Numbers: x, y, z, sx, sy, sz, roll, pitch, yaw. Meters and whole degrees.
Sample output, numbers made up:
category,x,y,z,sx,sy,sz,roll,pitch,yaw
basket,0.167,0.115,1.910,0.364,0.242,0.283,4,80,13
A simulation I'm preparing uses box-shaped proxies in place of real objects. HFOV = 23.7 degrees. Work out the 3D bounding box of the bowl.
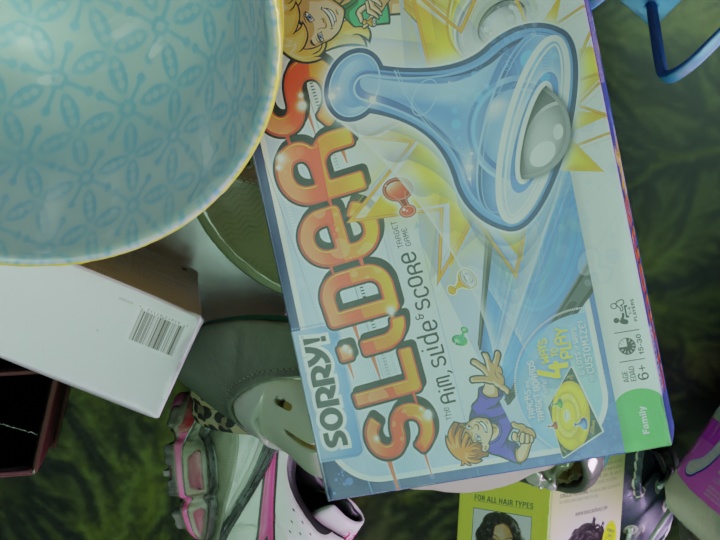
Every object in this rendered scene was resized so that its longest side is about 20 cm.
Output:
category,x,y,z,sx,sy,sz,roll,pitch,yaw
bowl,-0.121,-0.112,0.614,0.200,0.108,0.200,3,127,4

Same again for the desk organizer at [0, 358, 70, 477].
category,x,y,z,sx,sy,sz,roll,pitch,yaw
desk organizer,-0.173,0.017,0.839,0.072,0.077,0.200,17,117,-3

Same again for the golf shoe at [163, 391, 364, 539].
category,x,y,z,sx,sy,sz,roll,pitch,yaw
golf shoe,-0.043,0.153,0.898,0.092,0.073,0.200,-4,117,8

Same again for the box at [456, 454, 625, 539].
category,x,y,z,sx,sy,sz,roll,pitch,yaw
box,0.082,0.103,0.775,0.050,0.075,0.200,4,93,34

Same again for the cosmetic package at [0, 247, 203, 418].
category,x,y,z,sx,sy,sz,roll,pitch,yaw
cosmetic package,-0.164,-0.007,0.690,0.200,0.083,0.051,23,101,-11

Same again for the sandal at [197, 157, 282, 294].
category,x,y,z,sx,sy,sz,roll,pitch,yaw
sandal,-0.050,-0.071,0.701,0.080,0.057,0.201,-28,104,0

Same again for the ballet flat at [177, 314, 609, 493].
category,x,y,z,sx,sy,sz,roll,pitch,yaw
ballet flat,0.007,0.059,0.715,0.200,0.064,0.067,3,140,16

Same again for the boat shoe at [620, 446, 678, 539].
category,x,y,z,sx,sy,sz,roll,pitch,yaw
boat shoe,0.131,0.120,0.862,0.062,0.075,0.200,7,119,4

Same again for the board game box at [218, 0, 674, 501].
category,x,y,z,sx,sy,sz,roll,pitch,yaw
board game box,0.033,-0.022,0.651,0.135,0.034,0.200,-12,95,13

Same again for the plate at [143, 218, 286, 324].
category,x,y,z,sx,sy,sz,roll,pitch,yaw
plate,-0.119,-0.080,0.737,0.199,0.032,0.200,6,101,-9

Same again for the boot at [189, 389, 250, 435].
category,x,y,z,sx,sy,sz,roll,pitch,yaw
boot,0.000,0.000,0.799,0.200,0.073,0.151,0,104,10

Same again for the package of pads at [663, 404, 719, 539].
category,x,y,z,sx,sy,sz,roll,pitch,yaw
package of pads,0.233,0.060,0.749,0.068,0.155,0.200,34,94,-18

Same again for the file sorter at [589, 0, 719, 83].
category,x,y,z,sx,sy,sz,roll,pitch,yaw
file sorter,0.094,-0.192,0.680,0.200,0.123,0.139,38,115,-13

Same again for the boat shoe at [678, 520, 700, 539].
category,x,y,z,sx,sy,sz,roll,pitch,yaw
boat shoe,0.258,0.108,0.846,0.200,0.072,0.060,-29,117,23
